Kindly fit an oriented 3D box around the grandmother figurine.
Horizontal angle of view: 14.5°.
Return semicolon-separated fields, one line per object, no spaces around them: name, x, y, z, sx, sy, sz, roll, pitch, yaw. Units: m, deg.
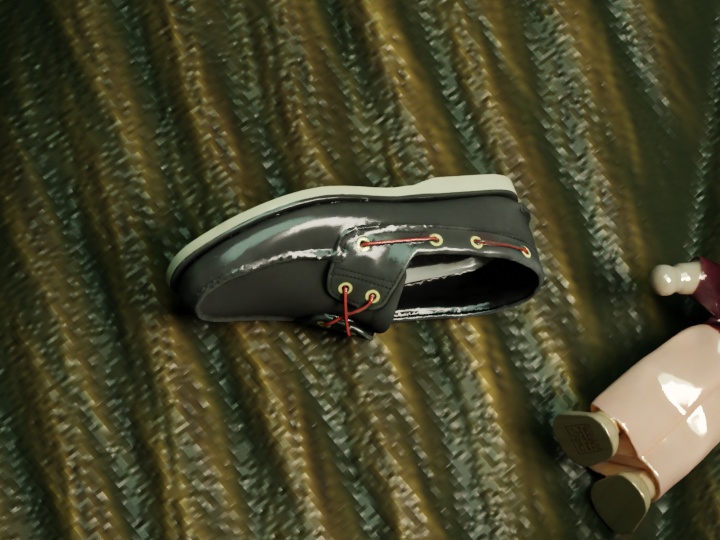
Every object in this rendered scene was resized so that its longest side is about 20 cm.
grandmother figurine;0.187;0.047;1.479;0.200;0.060;0.122;-33;106;-32

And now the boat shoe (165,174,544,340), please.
boat shoe;0.001;-0.002;1.426;0.200;0.074;0.063;-8;60;-27
